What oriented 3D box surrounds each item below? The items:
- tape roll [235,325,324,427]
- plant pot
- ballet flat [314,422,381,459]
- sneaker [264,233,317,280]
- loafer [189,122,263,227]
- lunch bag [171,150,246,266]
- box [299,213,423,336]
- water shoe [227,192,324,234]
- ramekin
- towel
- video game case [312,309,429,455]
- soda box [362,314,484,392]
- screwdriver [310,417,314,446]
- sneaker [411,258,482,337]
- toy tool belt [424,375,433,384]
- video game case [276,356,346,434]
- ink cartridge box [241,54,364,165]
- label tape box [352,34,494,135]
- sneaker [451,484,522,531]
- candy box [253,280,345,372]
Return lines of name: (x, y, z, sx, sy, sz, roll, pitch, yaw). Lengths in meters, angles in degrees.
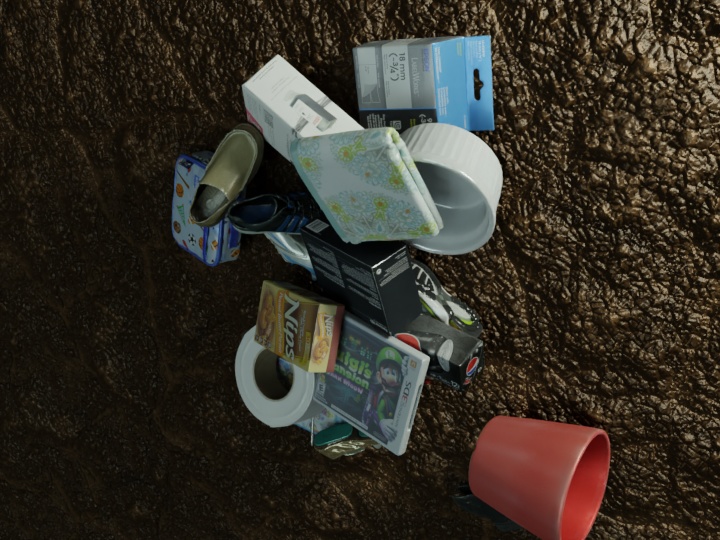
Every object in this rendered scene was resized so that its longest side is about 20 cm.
tape roll: (-0.144, 0.193, 1.445, 0.202, 0.071, 0.203, 2, 93, 34)
plant pot: (0.287, 0.331, 1.239, 0.177, 0.200, 0.201, 14, 118, 35)
ballet flat: (0.005, 0.317, 1.461, 0.200, 0.071, 0.065, -20, 125, 27)
sneaker: (-0.137, -0.056, 1.367, 0.200, 0.072, 0.073, 38, 118, 11)
loafer: (-0.225, -0.152, 1.269, 0.076, 0.067, 0.200, 28, 108, -6)
lunch bag: (-0.277, -0.117, 1.392, 0.160, 0.075, 0.201, 32, 125, 36)
box: (0.000, 0.000, 1.244, 0.200, 0.079, 0.141, 30, 143, 46)
water shoe: (-0.125, -0.098, 1.290, 0.199, 0.079, 0.072, -10, 83, -1)
ramekin: (0.116, -0.125, 1.139, 0.200, 0.098, 0.201, 17, 146, 12)
towel: (0.011, -0.119, 1.090, 0.171, 0.048, 0.200, -3, 137, 33)
video game case: (0.011, 0.181, 1.256, 0.200, 0.023, 0.182, 27, 115, 33)
soda box: (0.100, 0.118, 1.238, 0.200, 0.071, 0.063, 23, 139, 34)
screwdriver: (-0.087, 0.244, 1.467, 0.029, 0.028, 0.201, 3, 94, 50)
sneaker: (0.108, 0.060, 1.284, 0.200, 0.074, 0.081, 45, 129, 7)
toy tool belt: (0.032, 0.190, 1.342, 0.199, 0.125, 0.123, 18, 99, 15)
video game case: (-0.114, 0.255, 1.525, 0.200, 0.018, 0.144, 21, 120, 20)
ink cartridge box: (-0.086, -0.226, 1.216, 0.200, 0.085, 0.146, 43, 167, 7)
label tape box: (0.094, -0.274, 1.146, 0.199, 0.063, 0.145, 5, 114, 28)
sneaker: (0.268, 0.406, 1.352, 0.200, 0.060, 0.104, -34, 97, 39)
candy box: (-0.109, 0.093, 1.305, 0.200, 0.055, 0.116, 18, 101, 54)
